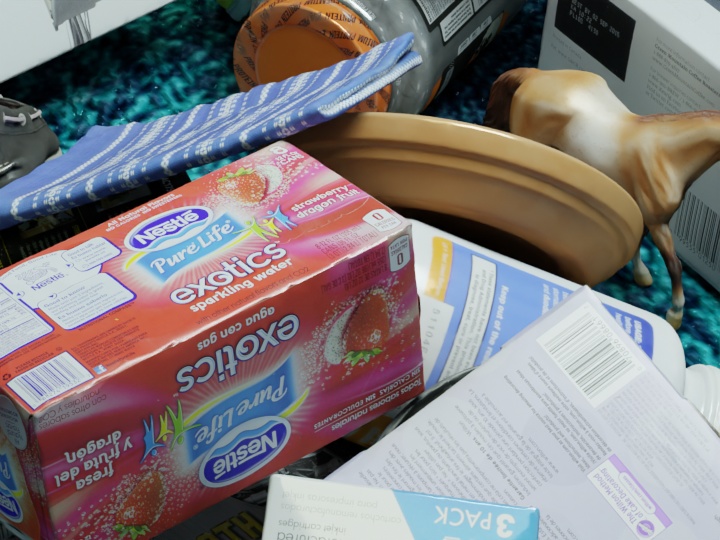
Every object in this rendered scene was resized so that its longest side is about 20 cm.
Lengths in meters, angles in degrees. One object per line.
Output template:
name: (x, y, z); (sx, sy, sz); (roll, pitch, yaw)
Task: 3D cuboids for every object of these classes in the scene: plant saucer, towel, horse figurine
plant saucer: (0.042, -0.024, 1.320); (0.199, 0.200, 0.038); (10, 72, 4)
towel: (-0.080, -0.069, 1.280); (0.199, 0.024, 0.145); (-16, 11, 25)
horse figurine: (0.133, -0.059, 1.444); (0.200, 0.133, 0.050); (34, 46, 32)

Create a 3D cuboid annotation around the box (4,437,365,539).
box: (-0.067, 0.141, 1.220); (0.199, 0.049, 0.158); (-26, 48, -35)

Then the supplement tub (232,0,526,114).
supplement tub: (0.013, -0.157, 1.564); (0.122, 0.123, 0.200); (22, 40, 20)

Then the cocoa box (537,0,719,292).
cocoa box: (0.212, -0.103, 1.512); (0.131, 0.134, 0.200); (-17, 42, -30)

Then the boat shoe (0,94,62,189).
boat shoe: (-0.199, -0.073, 1.408); (0.066, 0.057, 0.200); (-18, 12, -4)

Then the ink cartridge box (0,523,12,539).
ink cartridge box: (-0.279, 0.092, 1.178); (0.199, 0.041, 0.200); (-37, 68, -19)

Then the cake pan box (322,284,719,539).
cake pan box: (0.085, 0.131, 1.153); (0.184, 0.052, 0.200); (-36, 73, -15)

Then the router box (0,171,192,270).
router box: (-0.137, 0.017, 1.316); (0.148, 0.051, 0.200); (-20, 32, -7)

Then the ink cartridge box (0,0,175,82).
ink cartridge box: (-0.207, -0.169, 1.533); (0.200, 0.084, 0.145); (-31, 20, -38)

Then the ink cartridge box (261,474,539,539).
ink cartridge box: (0.006, 0.194, 1.066); (0.114, 0.068, 0.201); (6, 70, 3)

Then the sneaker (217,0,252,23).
sneaker: (-0.068, -0.224, 1.582); (0.090, 0.200, 0.078); (37, 65, 3)

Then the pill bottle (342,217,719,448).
pill bottle: (0.088, 0.059, 1.275); (0.199, 0.112, 0.112); (22, 35, -12)

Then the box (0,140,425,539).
box: (-0.078, 0.035, 1.138); (0.199, 0.096, 0.100); (-27, 41, -28)
